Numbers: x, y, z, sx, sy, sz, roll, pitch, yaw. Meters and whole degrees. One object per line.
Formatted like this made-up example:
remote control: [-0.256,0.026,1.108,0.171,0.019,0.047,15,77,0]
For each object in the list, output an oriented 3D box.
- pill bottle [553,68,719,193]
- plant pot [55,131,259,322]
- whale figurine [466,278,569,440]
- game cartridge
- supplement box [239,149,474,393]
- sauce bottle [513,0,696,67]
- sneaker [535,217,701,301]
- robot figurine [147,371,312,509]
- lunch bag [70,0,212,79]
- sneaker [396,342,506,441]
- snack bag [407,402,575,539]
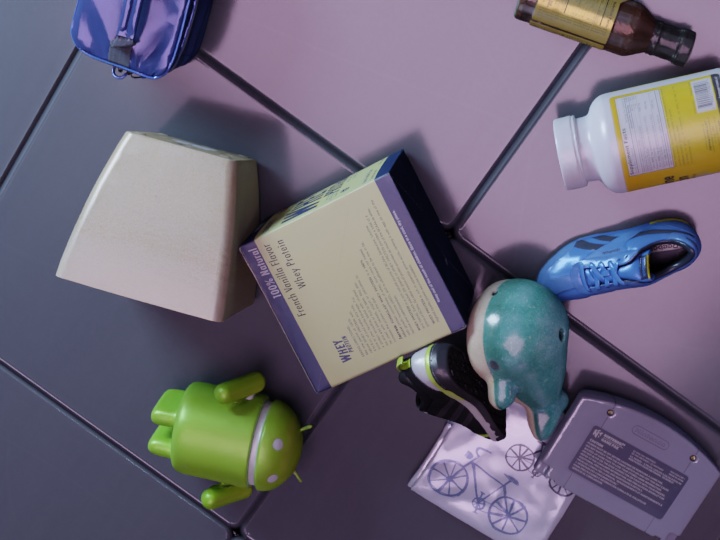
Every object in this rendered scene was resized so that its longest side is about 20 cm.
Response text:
pill bottle: [0.319,-0.149,1.490,0.197,0.112,0.113,-11,104,13]
plant pot: [-0.216,-0.061,1.577,0.197,0.200,0.179,15,97,5]
whale figurine: [0.204,0.104,1.562,0.103,0.159,0.201,-4,124,40]
game cartridge: [0.327,0.232,1.628,0.198,0.042,0.134,29,102,-5]
supplement box: [0.000,0.000,1.577,0.198,0.134,0.202,-25,101,15]
sauce bottle: [0.271,-0.276,1.488,0.198,0.065,0.065,21,109,2]
sneaker: [0.295,-0.007,1.554,0.198,0.079,0.067,-18,104,16]
robot figurine: [-0.161,0.207,1.676,0.197,0.116,0.178,12,110,6]
lunch bag: [-0.247,-0.315,1.532,0.134,0.132,0.202,19,108,4]
sneaker: [0.107,0.142,1.584,0.082,0.072,0.200,-14,141,27]
snack bag: [0.184,0.239,1.674,0.187,0.021,0.201,30,106,0]
